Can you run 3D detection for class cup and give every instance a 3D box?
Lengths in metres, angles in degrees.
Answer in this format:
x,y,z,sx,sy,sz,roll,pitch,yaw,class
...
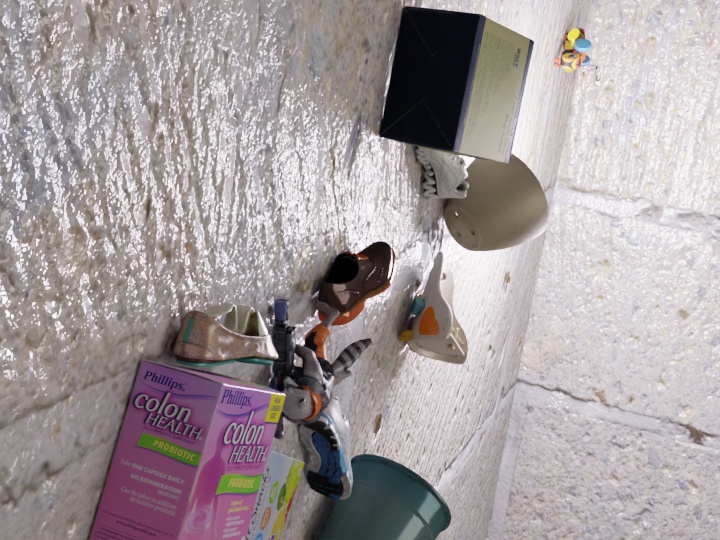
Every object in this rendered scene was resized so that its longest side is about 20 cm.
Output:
x,y,z,sx,sy,sz,roll,pitch,yaw,class
0.247,-0.118,1.977,0.143,0.200,0.201,-34,141,-25,cup

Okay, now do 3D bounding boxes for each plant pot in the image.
x,y,z,sx,sy,sz,roll,pitch,yaw,class
0.017,0.442,1.666,0.196,0.199,0.201,-52,151,-34,plant pot

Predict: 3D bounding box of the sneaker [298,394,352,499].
x,y,z,sx,sy,sz,roll,pitch,yaw,class
-0.040,0.268,1.540,0.087,0.074,0.201,-66,160,-45,sneaker

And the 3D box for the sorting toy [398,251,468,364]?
x,y,z,sx,sy,sz,roll,pitch,yaw,class
0.148,0.065,1.924,0.200,0.106,0.182,52,47,-67,sorting toy

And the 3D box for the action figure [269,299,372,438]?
x,y,z,sx,sy,sz,roll,pitch,yaw,class
-0.060,0.118,1.327,0.194,0.104,0.202,-58,154,-56,action figure

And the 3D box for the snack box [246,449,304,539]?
x,y,z,sx,sy,sz,roll,pitch,yaw,class
-0.150,0.296,1.236,0.200,0.067,0.170,45,61,-67,snack box

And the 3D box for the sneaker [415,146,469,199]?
x,y,z,sx,sy,sz,roll,pitch,yaw,class
0.145,-0.194,1.752,0.200,0.080,0.076,70,39,-56,sneaker

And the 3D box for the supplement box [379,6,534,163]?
x,y,z,sx,sy,sz,roll,pitch,yaw,class
0.151,-0.281,1.557,0.199,0.133,0.202,-1,104,-57,supplement box

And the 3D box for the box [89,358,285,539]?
x,y,z,sx,sy,sz,roll,pitch,yaw,class
-0.175,0.207,1.054,0.176,0.096,0.202,33,71,-70,box

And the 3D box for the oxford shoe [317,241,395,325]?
x,y,z,sx,sy,sz,roll,pitch,yaw,class
0.000,0.000,1.474,0.200,0.071,0.073,-52,145,-51,oxford shoe

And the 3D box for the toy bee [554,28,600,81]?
x,y,z,sx,sy,sz,roll,pitch,yaw,class
0.576,-0.591,2.750,0.200,0.108,0.132,-95,180,-64,toy bee

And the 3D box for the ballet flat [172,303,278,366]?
x,y,z,sx,sy,sz,roll,pitch,yaw,class
-0.139,0.071,1.120,0.200,0.067,0.068,15,81,-73,ballet flat
